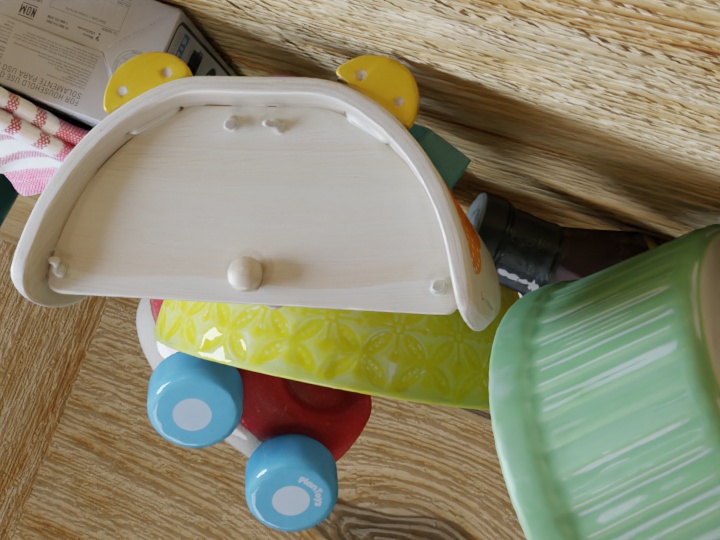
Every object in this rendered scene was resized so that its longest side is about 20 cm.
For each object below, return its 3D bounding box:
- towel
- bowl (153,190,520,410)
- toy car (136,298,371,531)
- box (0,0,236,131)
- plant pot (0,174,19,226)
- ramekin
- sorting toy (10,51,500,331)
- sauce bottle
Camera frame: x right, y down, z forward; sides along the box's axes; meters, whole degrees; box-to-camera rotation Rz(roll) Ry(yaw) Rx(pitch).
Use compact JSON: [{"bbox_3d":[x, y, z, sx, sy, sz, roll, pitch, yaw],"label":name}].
[{"bbox_3d":[-0.193,-0.075,1.053,0.200,0.030,0.146,27,173,-36],"label":"towel"},{"bbox_3d":[0.000,0.000,1.175,0.200,0.108,0.200,11,-177,-1],"label":"bowl"},{"bbox_3d":[-0.025,0.029,1.497,0.177,0.200,0.185,44,-159,-25],"label":"toy car"},{"bbox_3d":[-0.123,-0.090,1.099,0.116,0.060,0.200,21,175,11],"label":"box"},{"bbox_3d":[-0.288,-0.103,1.249,0.200,0.142,0.141,28,176,11],"label":"plant pot"},{"bbox_3d":[0.154,0.078,0.967,0.098,0.200,0.200,-30,142,30],"label":"ramekin"},{"bbox_3d":[-0.022,-0.023,1.007,0.199,0.107,0.180,3,171,17],"label":"sorting toy"},{"bbox_3d":[0.142,0.018,1.110,0.200,0.066,0.066,23,175,-12],"label":"sauce bottle"}]
